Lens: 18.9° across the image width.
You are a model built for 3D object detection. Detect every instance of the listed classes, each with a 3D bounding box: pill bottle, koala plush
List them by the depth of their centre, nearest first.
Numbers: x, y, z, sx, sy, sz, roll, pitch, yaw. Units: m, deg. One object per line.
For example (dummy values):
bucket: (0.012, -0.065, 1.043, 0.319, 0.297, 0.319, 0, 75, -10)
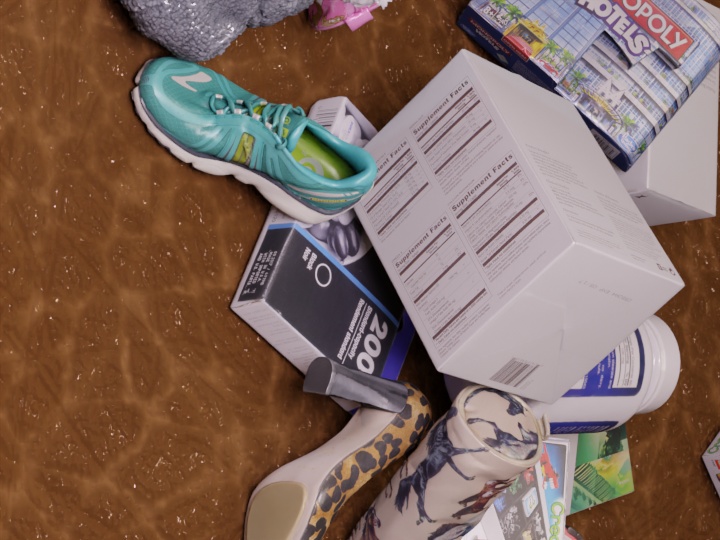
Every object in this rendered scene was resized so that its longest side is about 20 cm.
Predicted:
koala plush: (-0.061, -0.245, 1.555, 0.178, 0.199, 0.184, 62, 38, -24)
pill bottle: (0.175, 0.077, 1.817, 0.199, 0.119, 0.121, 3, 83, -46)

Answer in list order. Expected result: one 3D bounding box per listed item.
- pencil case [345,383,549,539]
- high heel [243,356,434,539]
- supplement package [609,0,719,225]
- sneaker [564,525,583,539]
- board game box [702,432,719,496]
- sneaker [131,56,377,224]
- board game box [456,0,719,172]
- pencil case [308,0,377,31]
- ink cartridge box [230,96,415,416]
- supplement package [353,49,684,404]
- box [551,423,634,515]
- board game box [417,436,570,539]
pencil case: (0.065, 0.177, 1.676, 0.089, 0.200, 0.078, 10, 39, -36)
high heel: (-0.011, 0.175, 1.662, 0.142, 0.071, 0.202, 22, 86, -45)
supplement package: (0.251, -0.151, 1.982, 0.116, 0.117, 0.202, 17, 72, -47)
sneaker: (0.165, 0.276, 1.869, 0.200, 0.073, 0.087, 41, 61, -37)
board game box: (0.423, 0.181, 2.194, 0.200, 0.034, 0.127, -45, 118, -42)
sneaker: (-0.075, -0.107, 1.611, 0.199, 0.080, 0.078, 26, 63, -21)
board game box: (0.223, -0.228, 1.879, 0.200, 0.062, 0.200, 41, 77, 0)
pencil case: (-0.036, -0.289, 1.692, 0.087, 0.082, 0.201, -45, 120, -47)
ink cartridge box: (0.000, 0.000, 1.733, 0.200, 0.043, 0.199, 45, 54, -38)
supplement package: (0.112, -0.031, 1.656, 0.151, 0.151, 0.201, 19, 36, -47)
box: (0.181, 0.115, 1.933, 0.144, 0.036, 0.202, -11, 95, -49)
board game box: (0.104, 0.233, 1.783, 0.125, 0.035, 0.202, 8, 78, -12)
